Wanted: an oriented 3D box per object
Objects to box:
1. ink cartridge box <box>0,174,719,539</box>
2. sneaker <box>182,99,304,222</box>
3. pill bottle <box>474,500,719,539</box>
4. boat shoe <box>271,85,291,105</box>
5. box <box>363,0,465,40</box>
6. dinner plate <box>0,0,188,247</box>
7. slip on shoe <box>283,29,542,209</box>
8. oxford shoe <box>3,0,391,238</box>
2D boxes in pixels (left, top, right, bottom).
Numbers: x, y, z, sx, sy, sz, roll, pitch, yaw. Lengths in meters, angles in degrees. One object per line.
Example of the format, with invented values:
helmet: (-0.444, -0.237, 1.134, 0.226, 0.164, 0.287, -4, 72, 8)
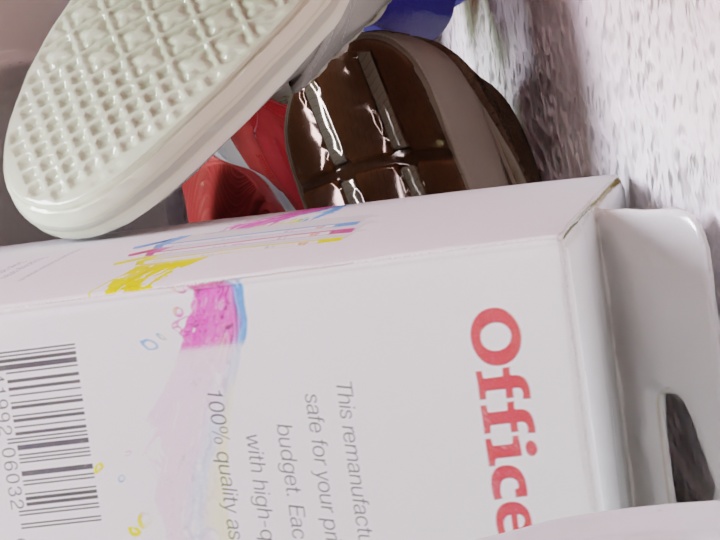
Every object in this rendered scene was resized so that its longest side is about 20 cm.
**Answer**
ink cartridge box: (-0.010, 0.055, 0.681, 0.125, 0.199, 0.129, -40, -56, -77)
sneaker: (0.000, 0.000, 0.917, 0.200, 0.115, 0.079, 61, 137, 45)
pill bottle: (0.059, 0.147, 0.484, 0.111, 0.110, 0.201, -125, 27, -76)
boat shoe: (-0.037, -0.094, 0.977, 0.200, 0.065, 0.073, 47, -152, -56)
box: (-0.028, -0.156, 0.891, 0.119, 0.041, 0.201, 21, -128, -49)
dinner plate: (-0.093, 0.012, 0.792, 0.200, 0.024, 0.202, 2, -93, -61)
slip on shoe: (0.034, 0.032, 0.808, 0.060, 0.076, 0.201, 8, -120, -55)
oxford shoe: (-0.020, -0.075, 0.773, 0.200, 0.075, 0.058, -55, -39, -32)
